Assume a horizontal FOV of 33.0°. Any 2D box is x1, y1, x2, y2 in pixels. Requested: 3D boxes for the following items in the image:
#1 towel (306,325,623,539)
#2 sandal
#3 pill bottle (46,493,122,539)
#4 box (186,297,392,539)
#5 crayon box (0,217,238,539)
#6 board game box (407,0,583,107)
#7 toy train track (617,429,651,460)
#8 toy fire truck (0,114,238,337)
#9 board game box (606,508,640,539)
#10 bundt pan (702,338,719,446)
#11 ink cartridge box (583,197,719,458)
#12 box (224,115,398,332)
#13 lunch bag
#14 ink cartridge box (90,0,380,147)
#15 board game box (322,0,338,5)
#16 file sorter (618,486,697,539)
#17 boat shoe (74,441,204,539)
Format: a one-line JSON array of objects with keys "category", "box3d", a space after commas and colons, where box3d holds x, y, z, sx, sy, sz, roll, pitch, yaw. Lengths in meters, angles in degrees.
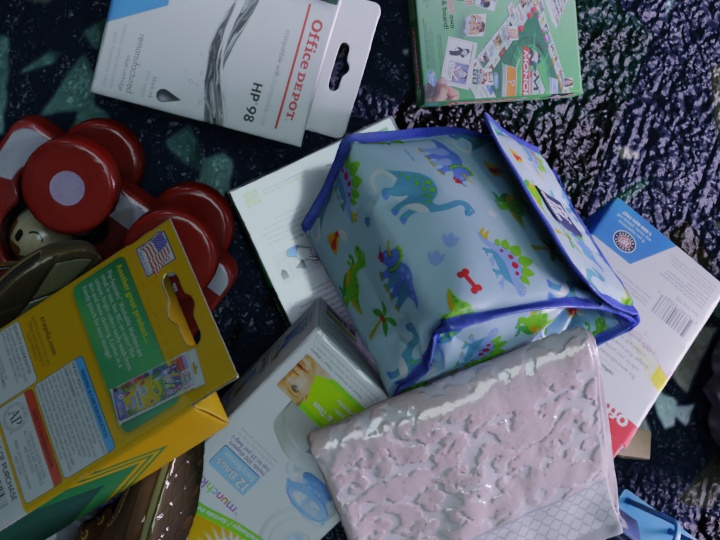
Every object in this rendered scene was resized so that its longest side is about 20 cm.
[{"category": "towel", "box3d": [0.081, 0.148, 0.836, 0.199, 0.032, 0.192, -21, 123, -6]}, {"category": "sandal", "box3d": [-0.246, 0.027, 0.838, 0.081, 0.200, 0.055, -13, 71, -40]}, {"category": "pill bottle", "box3d": [-0.261, 0.175, 0.858, 0.200, 0.114, 0.114, -42, 98, -8]}, {"category": "box", "box3d": [-0.061, 0.136, 0.881, 0.112, 0.101, 0.200, 44, 97, -8]}, {"category": "crayon box", "box3d": [-0.170, 0.075, 0.774, 0.199, 0.052, 0.126, -32, 61, 9]}, {"category": "board game box", "box3d": [0.103, -0.236, 0.970, 0.134, 0.029, 0.201, -5, 91, -12]}, {"category": "toy train track", "box3d": [0.134, 0.128, 0.972, 0.199, 0.033, 0.116, 10, 76, -12]}, {"category": "toy fire truck", "box3d": [-0.194, -0.007, 0.882, 0.200, 0.112, 0.168, 35, 102, -8]}, {"category": "board game box", "box3d": [0.097, 0.189, 0.939, 0.200, 0.035, 0.136, 37, 112, -9]}, {"category": "bundt pan", "box3d": [0.370, 0.102, 1.000, 0.200, 0.076, 0.203, 0, 91, -12]}, {"category": "ink cartridge box", "box3d": [0.179, 0.060, 0.944, 0.116, 0.067, 0.200, 39, 72, -3]}, {"category": "box", "box3d": [0.000, 0.000, 0.949, 0.144, 0.036, 0.201, -25, 94, -10]}, {"category": "lunch bag", "box3d": [0.087, -0.014, 0.865, 0.199, 0.128, 0.171, -7, 57, -32]}, {"category": "ink cartridge box", "box3d": [-0.087, -0.166, 0.896, 0.199, 0.067, 0.117, 13, 106, -13]}, {"category": "board game box", "box3d": [-0.107, -0.249, 0.865, 0.199, 0.105, 0.024, 15, 129, -11]}, {"category": "file sorter", "box3d": [0.266, 0.294, 0.959, 0.200, 0.123, 0.139, 36, 84, -10]}, {"category": "boat shoe", "box3d": [-0.158, 0.184, 0.802, 0.067, 0.072, 0.201, 19, 93, 13]}]
